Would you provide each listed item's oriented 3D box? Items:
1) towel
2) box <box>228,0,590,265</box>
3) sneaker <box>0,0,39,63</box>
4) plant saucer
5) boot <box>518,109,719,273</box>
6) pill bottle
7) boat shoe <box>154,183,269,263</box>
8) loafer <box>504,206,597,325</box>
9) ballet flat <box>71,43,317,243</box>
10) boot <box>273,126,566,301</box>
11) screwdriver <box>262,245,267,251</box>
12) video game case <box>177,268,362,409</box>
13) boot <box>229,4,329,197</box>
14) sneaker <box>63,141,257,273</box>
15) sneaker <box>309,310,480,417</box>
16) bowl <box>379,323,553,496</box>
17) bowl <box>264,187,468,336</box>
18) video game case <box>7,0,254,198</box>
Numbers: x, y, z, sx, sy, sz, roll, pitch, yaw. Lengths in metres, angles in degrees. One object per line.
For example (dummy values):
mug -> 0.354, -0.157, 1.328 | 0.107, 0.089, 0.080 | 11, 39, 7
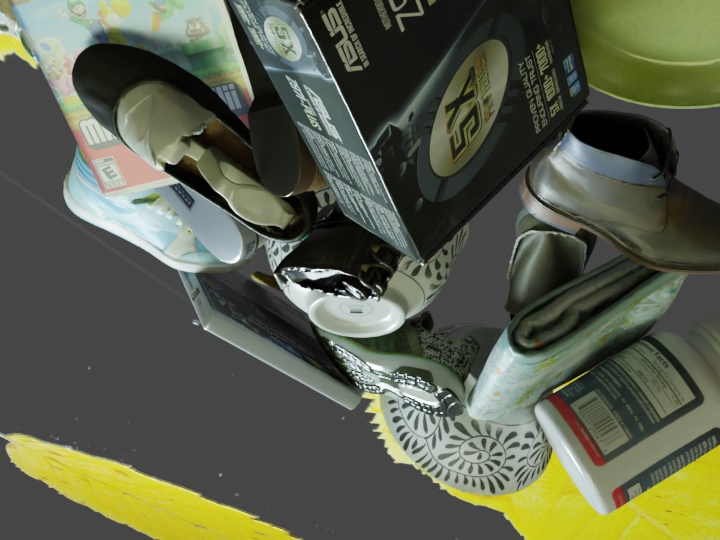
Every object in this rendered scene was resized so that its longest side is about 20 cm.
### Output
towel -> 0.195, 0.058, 0.799 | 0.199, 0.048, 0.172 | -25, 154, -17
box -> 0.036, -0.134, 0.518 | 0.086, 0.164, 0.201 | 35, 162, 42
sneaker -> -0.236, -0.188, 0.656 | 0.198, 0.089, 0.075 | 8, 149, 10
plant saucer -> 0.200, -0.177, 0.533 | 0.198, 0.031, 0.201 | 11, 149, 7
boot -> 0.226, -0.058, 0.675 | 0.198, 0.075, 0.097 | 15, 153, 4
pill bottle -> 0.278, 0.128, 0.837 | 0.199, 0.120, 0.120 | -31, 140, 0
boat shoe -> -0.145, -0.097, 0.756 | 0.201, 0.065, 0.073 | 54, 137, 0
loafer -> 0.172, 0.011, 0.817 | 0.075, 0.070, 0.201 | 8, 149, 12
ballet flat -> -0.106, -0.084, 0.608 | 0.199, 0.069, 0.068 | 33, 105, -22
boot -> 0.041, -0.048, 0.653 | 0.199, 0.175, 0.069 | -3, 138, 45
screwdriver -> -0.017, -0.052, 0.859 | 0.199, 0.029, 0.028 | -19, 136, 31
video game case -> -0.103, 0.054, 0.940 | 0.200, 0.023, 0.182 | 35, -172, -33
boot -> -0.036, -0.154, 0.586 | 0.075, 0.202, 0.073 | -15, -164, -38
sneaker -> -0.183, -0.070, 0.838 | 0.199, 0.080, 0.131 | 20, 151, -10
sneaker -> 0.037, 0.077, 0.890 | 0.199, 0.089, 0.077 | 19, 147, 35
bowl -> 0.127, 0.121, 0.923 | 0.199, 0.202, 0.095 | 18, 133, -5
bowl -> 0.000, 0.000, 0.814 | 0.199, 0.095, 0.201 | 2, 151, 1
video game case -> -0.151, -0.150, 0.614 | 0.142, 0.018, 0.201 | -11, 125, 9
